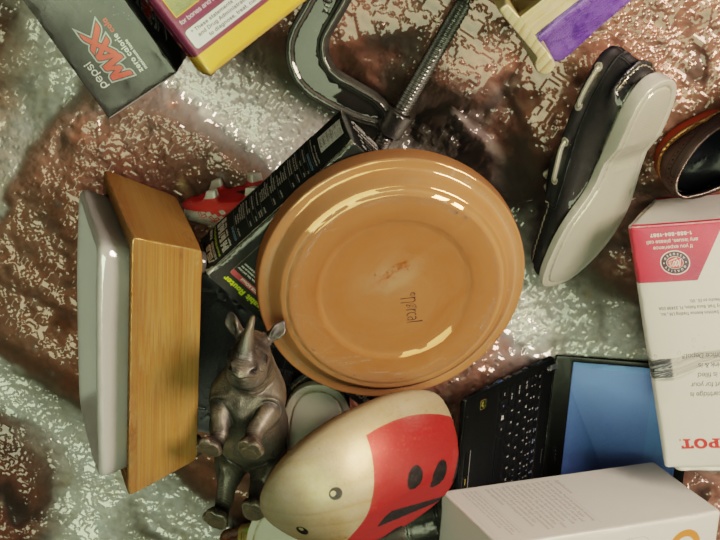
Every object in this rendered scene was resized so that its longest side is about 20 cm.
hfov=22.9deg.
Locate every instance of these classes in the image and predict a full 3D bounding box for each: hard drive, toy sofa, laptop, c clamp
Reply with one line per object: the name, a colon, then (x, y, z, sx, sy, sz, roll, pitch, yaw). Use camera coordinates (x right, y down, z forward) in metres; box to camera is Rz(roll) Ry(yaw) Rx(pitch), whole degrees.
hard drive: (-0.110, 0.065, 1.442, 0.199, 0.042, 0.136, 14, 109, -2)
toy sofa: (0.194, -0.227, 1.289, 0.200, 0.083, 0.098, -37, 117, 12)
laptop: (0.169, 0.170, 1.433, 0.103, 0.200, 0.178, 18, 114, 35)
c clamp: (0.035, -0.176, 1.361, 0.170, 0.027, 0.201, 25, 109, 1)

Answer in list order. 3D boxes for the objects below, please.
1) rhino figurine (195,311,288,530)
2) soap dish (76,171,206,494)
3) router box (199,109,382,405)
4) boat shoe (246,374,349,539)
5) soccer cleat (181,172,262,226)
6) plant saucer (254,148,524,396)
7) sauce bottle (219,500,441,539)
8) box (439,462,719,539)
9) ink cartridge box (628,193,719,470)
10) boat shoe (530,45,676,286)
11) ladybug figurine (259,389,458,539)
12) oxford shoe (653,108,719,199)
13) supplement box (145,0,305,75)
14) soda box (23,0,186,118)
rhino figurine: (-0.084, 0.101, 1.303, 0.059, 0.088, 0.201, 12, 137, 8)
soap dish: (-0.167, 0.043, 1.339, 0.081, 0.157, 0.201, -2, 110, -15)
router box: (0.000, 0.000, 1.343, 0.150, 0.062, 0.200, -41, 118, 12)
boat shoe: (-0.049, 0.170, 1.423, 0.074, 0.062, 0.201, 7, 110, 0)
soccer cleat: (-0.042, -0.028, 1.394, 0.199, 0.069, 0.086, 2, 106, -3)
plant saucer: (0.023, 0.008, 1.297, 0.199, 0.032, 0.201, -4, 121, -7)
sauce bottle: (-0.016, 0.225, 1.484, 0.199, 0.066, 0.066, -15, 108, 7)
box: (0.167, 0.236, 1.394, 0.199, 0.097, 0.125, -4, 111, -25)
ink cartridge box: (0.298, 0.045, 1.365, 0.144, 0.084, 0.201, -4, 106, 26)
boat shoe: (0.174, -0.078, 1.368, 0.060, 0.074, 0.201, 44, 131, 30)
ladybug figurine: (0.010, 0.152, 1.321, 0.072, 0.200, 0.136, 49, 123, 20)
oxford shoe: (0.315, -0.114, 1.341, 0.200, 0.073, 0.071, -37, 103, 14)
supplement box: (-0.122, -0.256, 1.276, 0.131, 0.103, 0.200, -37, 101, -2)
soda box: (-0.216, -0.219, 1.336, 0.071, 0.063, 0.200, -32, 106, 13)
